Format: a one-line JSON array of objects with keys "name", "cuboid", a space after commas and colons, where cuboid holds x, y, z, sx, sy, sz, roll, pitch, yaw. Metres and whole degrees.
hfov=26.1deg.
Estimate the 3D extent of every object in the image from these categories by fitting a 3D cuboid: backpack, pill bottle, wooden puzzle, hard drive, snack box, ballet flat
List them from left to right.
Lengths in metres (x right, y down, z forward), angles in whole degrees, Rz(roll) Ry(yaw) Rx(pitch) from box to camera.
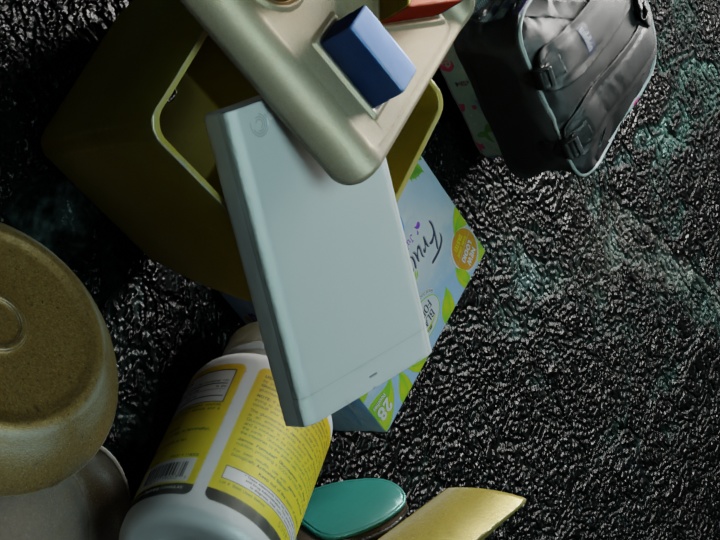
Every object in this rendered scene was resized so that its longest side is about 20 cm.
[{"name": "pill bottle", "cuboid": [-0.084, 0.133, 1.091, 0.113, 0.112, 0.200, 57, 35, -29]}, {"name": "ballet flat", "cuboid": [-0.052, 0.211, 1.178, 0.200, 0.068, 0.069, -10, 126, -37]}, {"name": "hard drive", "cuboid": [-0.023, -0.019, 0.987, 0.132, 0.026, 0.201, -27, 108, -45]}, {"name": "wooden puzzle", "cuboid": [-0.011, -0.182, 0.972, 0.185, 0.046, 0.200, 49, 48, -20]}, {"name": "snack box", "cuboid": [0.000, 0.000, 1.241, 0.169, 0.068, 0.200, 54, 53, -31]}, {"name": "backpack", "cuboid": [0.172, -0.195, 1.378, 0.200, 0.150, 0.178, -48, 125, -29]}]

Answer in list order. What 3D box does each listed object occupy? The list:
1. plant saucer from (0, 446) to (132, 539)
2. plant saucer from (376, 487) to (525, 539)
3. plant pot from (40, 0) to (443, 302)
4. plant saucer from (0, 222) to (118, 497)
[{"name": "plant saucer", "cuboid": [-0.211, 0.202, 0.984, 0.200, 0.032, 0.201, -44, 140, -53]}, {"name": "plant saucer", "cuboid": [0.008, 0.244, 1.179, 0.048, 0.200, 0.200, 50, 43, 12]}, {"name": "plant pot", "cuboid": [-0.095, -0.101, 1.060, 0.200, 0.176, 0.200, 48, 56, -35]}, {"name": "plant saucer", "cuboid": [-0.228, 0.038, 0.941, 0.200, 0.035, 0.201, 24, 45, -26]}]
